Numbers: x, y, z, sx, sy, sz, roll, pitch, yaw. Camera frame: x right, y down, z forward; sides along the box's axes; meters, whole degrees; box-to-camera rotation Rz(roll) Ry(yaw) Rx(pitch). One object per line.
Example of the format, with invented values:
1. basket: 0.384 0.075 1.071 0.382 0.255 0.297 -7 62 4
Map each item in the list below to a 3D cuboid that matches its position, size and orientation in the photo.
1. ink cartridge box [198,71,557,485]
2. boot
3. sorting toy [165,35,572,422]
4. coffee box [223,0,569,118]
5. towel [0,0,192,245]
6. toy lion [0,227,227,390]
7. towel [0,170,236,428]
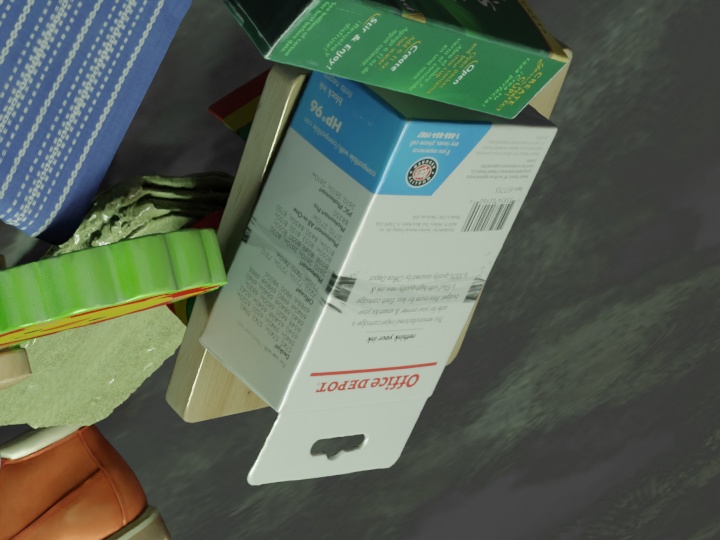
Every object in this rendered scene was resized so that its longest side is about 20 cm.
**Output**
1. ink cartridge box: 0.000 0.000 1.136 0.116 0.068 0.200 -1 123 -48
2. boot: -0.220 0.155 1.351 0.200 0.107 0.075 -29 -172 -17
3. sorting toy: -0.010 -0.037 1.213 0.198 0.070 0.200 -10 130 -44
4. coffee box: -0.001 -0.133 1.026 0.044 0.123 0.200 -46 152 22
5. towel: -0.139 -0.099 0.961 0.145 0.024 0.200 -65 155 -5
6. toy lion: -0.168 0.019 1.073 0.191 0.069 0.200 -15 178 41
7. towel: -0.133 0.017 1.261 0.200 0.037 0.148 -46 154 24
